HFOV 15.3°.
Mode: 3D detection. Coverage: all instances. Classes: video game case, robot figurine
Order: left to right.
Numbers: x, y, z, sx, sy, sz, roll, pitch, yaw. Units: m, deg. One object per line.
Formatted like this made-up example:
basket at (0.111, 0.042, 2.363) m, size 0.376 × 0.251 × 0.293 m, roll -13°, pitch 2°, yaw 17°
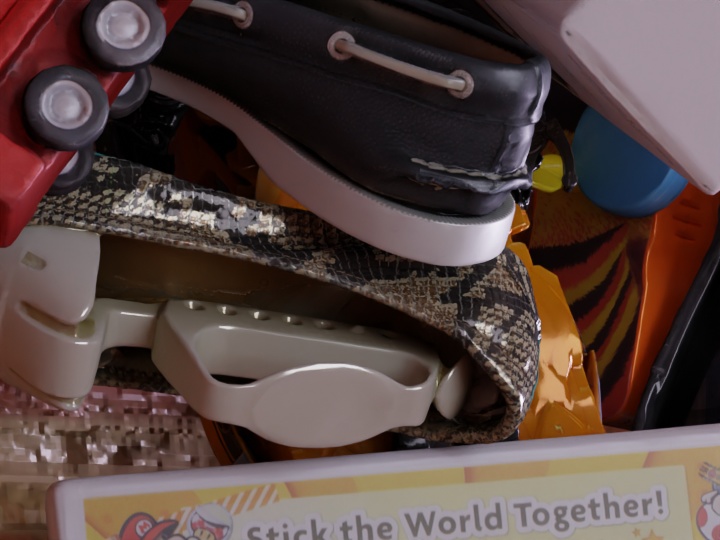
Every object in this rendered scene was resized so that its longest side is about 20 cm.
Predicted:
robot figurine at (0.000, 0.000, 0.800) m, size 0.145 × 0.058 × 0.200 m, roll -10°, pitch 68°, yaw -21°
video game case at (0.022, 0.139, 0.723) m, size 0.200 × 0.023 × 0.182 m, roll -4°, pitch 82°, yaw -14°

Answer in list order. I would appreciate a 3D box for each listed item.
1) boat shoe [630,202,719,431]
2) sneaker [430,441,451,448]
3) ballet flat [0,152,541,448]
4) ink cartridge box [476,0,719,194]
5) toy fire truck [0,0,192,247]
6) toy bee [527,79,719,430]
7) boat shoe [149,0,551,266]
boat shoe at (0.144, -0.011, 0.886) m, size 0.066 × 0.070 × 0.200 m, roll 23°, pitch 95°, yaw -48°
sneaker at (0.079, 0.126, 0.890) m, size 0.200 × 0.074 × 0.088 m, roll 41°, pitch 63°, yaw -19°
ballet flat at (-0.047, 0.011, 0.709) m, size 0.200 × 0.068 × 0.075 m, roll 10°, pitch 36°, yaw -10°
ink cartridge box at (0.093, -0.131, 0.846) m, size 0.145 × 0.200 × 0.084 m, roll -45°, pitch 121°, yaw 2°
toy fire truck at (-0.113, -0.083, 0.660) m, size 0.141 × 0.049 × 0.200 m, roll 35°, pitch 73°, yaw -1°
toy bee at (0.096, -0.048, 0.946) m, size 0.131 × 0.109 × 0.200 m, roll 44°, pitch 73°, yaw -42°
boat shoe at (-0.033, -0.074, 0.737) m, size 0.076 × 0.200 × 0.060 m, roll -26°, pitch 140°, yaw -58°
